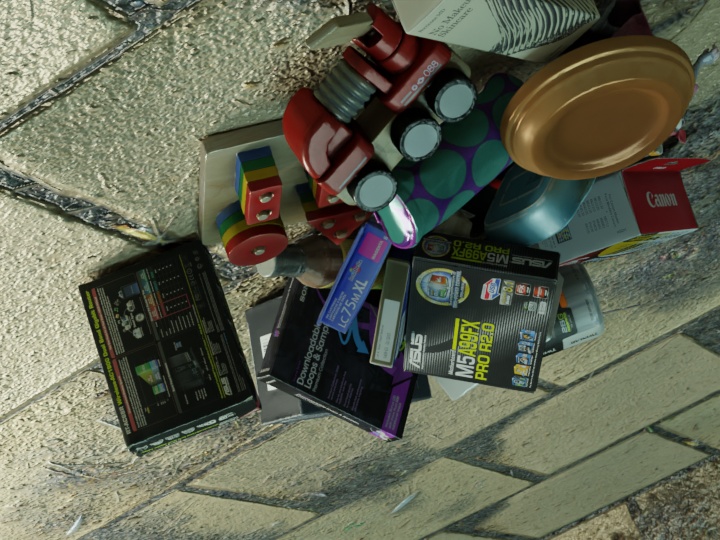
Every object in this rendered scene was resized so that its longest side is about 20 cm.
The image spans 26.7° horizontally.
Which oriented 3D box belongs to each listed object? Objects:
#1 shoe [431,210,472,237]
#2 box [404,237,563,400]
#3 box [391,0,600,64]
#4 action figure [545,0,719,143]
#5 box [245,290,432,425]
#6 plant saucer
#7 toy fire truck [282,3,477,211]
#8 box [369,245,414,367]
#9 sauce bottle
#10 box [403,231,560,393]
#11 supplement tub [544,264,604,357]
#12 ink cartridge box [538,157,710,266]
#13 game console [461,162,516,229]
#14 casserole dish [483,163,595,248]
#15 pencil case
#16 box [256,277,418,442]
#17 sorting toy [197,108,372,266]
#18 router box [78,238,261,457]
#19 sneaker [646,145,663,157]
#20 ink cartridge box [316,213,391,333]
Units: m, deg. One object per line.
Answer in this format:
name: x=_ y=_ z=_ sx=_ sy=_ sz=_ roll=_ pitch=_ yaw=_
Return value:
shoe: x=0.105 y=-0.032 z=1.807 sx=0.053 sy=0.071 sz=0.200 roll=11 pitch=168 yaw=6
box: x=0.156 y=0.044 z=1.874 sx=0.152 sy=0.107 sz=0.200 roll=-35 pitch=-170 yaw=23
box: x=0.123 y=-0.250 z=1.388 sx=0.199 sy=0.069 sz=0.082 roll=2 pitch=148 yaw=-43
action figure: x=0.286 y=-0.184 z=1.556 sx=0.133 sy=0.150 sz=0.200 roll=-16 pitch=135 yaw=37
box: x=-0.028 y=0.105 z=1.904 sx=0.199 sy=0.150 sz=0.107 roll=-4 pitch=171 yaw=-33
plant saucer: x=0.236 y=-0.150 z=1.483 sx=0.198 sy=0.038 sz=0.201 roll=-12 pitch=149 yaw=-8
toy fire truck: x=-0.008 y=-0.167 z=1.400 sx=0.176 sy=0.129 sz=0.200 roll=-47 pitch=128 yaw=10
box: x=0.046 y=0.022 z=1.747 sx=0.032 sy=0.122 sz=0.200 roll=11 pitch=-163 yaw=7
sauce bottle: x=-0.034 y=-0.011 z=1.786 sx=0.199 sy=0.065 sz=0.065 roll=3 pitch=148 yaw=-40
box: x=0.133 y=0.049 z=1.702 sx=0.159 sy=0.045 sz=0.201 roll=9 pitch=138 yaw=5
supplement tub: x=0.224 y=0.065 z=2.084 sx=0.198 sy=0.123 sz=0.123 roll=-21 pitch=157 yaw=-1
ink cartridge box: x=0.326 y=-0.071 z=1.832 sx=0.175 sy=0.085 sz=0.199 roll=-21 pitch=173 yaw=32
game console: x=0.176 y=-0.110 z=1.794 sx=0.176 sy=0.031 sz=0.199 roll=-26 pitch=156 yaw=27
casserole dish: x=0.193 y=-0.086 z=1.656 sx=0.039 sy=0.122 sz=0.200 roll=31 pitch=160 yaw=-15
pencil case: x=0.094 y=-0.114 z=1.542 sx=0.200 sy=0.092 sz=0.085 roll=-40 pitch=122 yaw=-18
box: x=-0.018 y=0.103 z=1.824 sx=0.199 sy=0.144 sz=0.036 roll=27 pitch=155 yaw=-25
sorting toy: x=-0.066 y=-0.081 z=1.599 sx=0.198 sy=0.070 sz=0.199 roll=-15 pitch=156 yaw=-14
router box: x=-0.210 y=0.086 z=1.671 sx=0.149 sy=0.201 sz=0.062 roll=-20 pitch=162 yaw=1
sneaker: x=0.267 y=-0.165 z=1.695 sx=0.199 sy=0.079 sz=0.077 roll=15 pitch=145 yaw=-43
ink cartridge box: x=0.000 y=0.000 z=1.660 sx=0.120 sy=0.042 sz=0.200 roll=-64 pitch=177 yaw=8
